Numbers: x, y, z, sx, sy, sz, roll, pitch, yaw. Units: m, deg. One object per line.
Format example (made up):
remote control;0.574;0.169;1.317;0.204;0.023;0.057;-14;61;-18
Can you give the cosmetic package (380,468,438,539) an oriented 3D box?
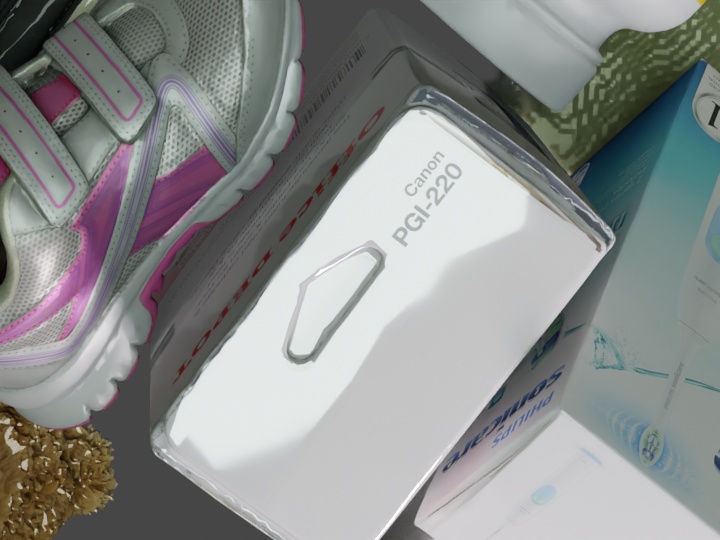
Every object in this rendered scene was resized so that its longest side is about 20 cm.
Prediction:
cosmetic package;-0.025;0.156;0.988;0.200;0.151;0.052;-41;90;6

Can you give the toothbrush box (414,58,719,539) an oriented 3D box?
toothbrush box;0.124;0.047;0.947;0.146;0.200;0.085;39;133;-9

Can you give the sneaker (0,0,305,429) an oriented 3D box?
sneaker;-0.092;-0.039;0.918;0.088;0.081;0.201;17;107;-46

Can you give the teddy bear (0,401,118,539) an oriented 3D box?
teddy bear;-0.166;0.124;1.028;0.144;0.067;0.201;9;106;7

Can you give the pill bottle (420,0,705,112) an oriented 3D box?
pill bottle;0.101;-0.158;0.953;0.112;0.112;0.200;39;98;-9

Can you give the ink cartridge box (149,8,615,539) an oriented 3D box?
ink cartridge box;0.000;0.000;0.935;0.085;0.200;0.146;37;98;-9

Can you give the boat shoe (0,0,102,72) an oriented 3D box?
boat shoe;-0.124;-0.098;0.973;0.063;0.074;0.202;32;98;-8
